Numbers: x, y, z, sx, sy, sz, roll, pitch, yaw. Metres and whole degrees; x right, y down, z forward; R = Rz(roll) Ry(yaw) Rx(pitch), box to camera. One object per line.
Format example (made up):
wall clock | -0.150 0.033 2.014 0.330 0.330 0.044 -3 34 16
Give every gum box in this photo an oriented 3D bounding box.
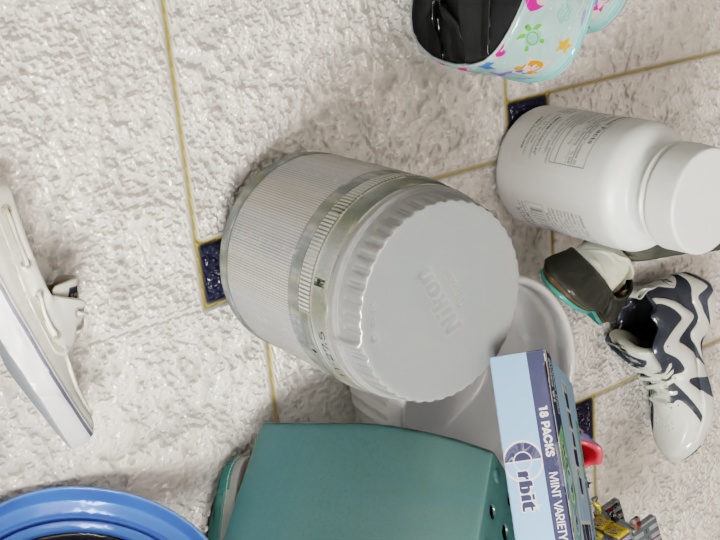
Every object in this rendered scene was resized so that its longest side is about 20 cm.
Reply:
gum box | 0.145 0.160 0.866 0.200 0.044 0.171 39 43 -71

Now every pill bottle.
pill bottle | 0.224 -0.078 0.999 0.114 0.200 0.115 -11 109 -34

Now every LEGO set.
LEGO set | 0.200 0.275 1.090 0.153 0.200 0.116 -24 108 -15

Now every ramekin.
ramekin | 0.083 0.090 1.001 0.199 0.105 0.201 -11 109 -35

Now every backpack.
backpack | 0.126 -0.250 0.898 0.150 0.177 0.201 9 101 -32

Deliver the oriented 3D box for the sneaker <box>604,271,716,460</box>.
sneaker | 0.303 0.103 1.185 0.129 0.079 0.200 -1 103 -35

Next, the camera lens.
camera lens | 0.000 0.000 0.855 0.159 0.200 0.161 -11 108 -34

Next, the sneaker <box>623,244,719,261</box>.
sneaker | 0.327 -0.078 1.154 0.198 0.076 0.115 -7 113 -29

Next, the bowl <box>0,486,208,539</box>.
bowl | -0.190 0.231 0.786 0.200 0.201 0.040 -6 125 -35

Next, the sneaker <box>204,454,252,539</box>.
sneaker | -0.113 0.252 0.926 0.071 0.080 0.201 19 69 -53

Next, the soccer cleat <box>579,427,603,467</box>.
soccer cleat | 0.147 0.212 1.099 0.200 0.076 0.067 -32 119 -26

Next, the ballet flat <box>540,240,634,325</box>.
ballet flat | 0.218 0.004 1.064 0.068 0.068 0.200 -46 161 9

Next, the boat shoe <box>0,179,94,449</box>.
boat shoe | -0.222 0.030 0.786 0.070 0.071 0.201 -32 113 -22

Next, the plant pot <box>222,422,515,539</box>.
plant pot | 0.020 0.208 0.883 0.142 0.199 0.142 58 36 -38
